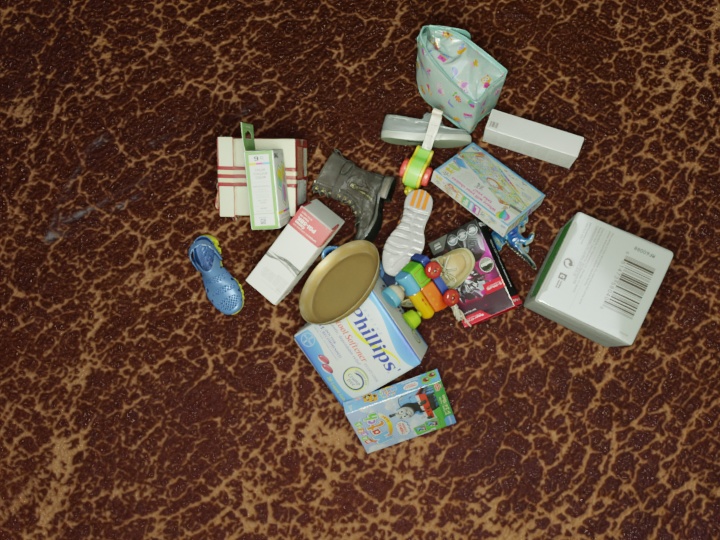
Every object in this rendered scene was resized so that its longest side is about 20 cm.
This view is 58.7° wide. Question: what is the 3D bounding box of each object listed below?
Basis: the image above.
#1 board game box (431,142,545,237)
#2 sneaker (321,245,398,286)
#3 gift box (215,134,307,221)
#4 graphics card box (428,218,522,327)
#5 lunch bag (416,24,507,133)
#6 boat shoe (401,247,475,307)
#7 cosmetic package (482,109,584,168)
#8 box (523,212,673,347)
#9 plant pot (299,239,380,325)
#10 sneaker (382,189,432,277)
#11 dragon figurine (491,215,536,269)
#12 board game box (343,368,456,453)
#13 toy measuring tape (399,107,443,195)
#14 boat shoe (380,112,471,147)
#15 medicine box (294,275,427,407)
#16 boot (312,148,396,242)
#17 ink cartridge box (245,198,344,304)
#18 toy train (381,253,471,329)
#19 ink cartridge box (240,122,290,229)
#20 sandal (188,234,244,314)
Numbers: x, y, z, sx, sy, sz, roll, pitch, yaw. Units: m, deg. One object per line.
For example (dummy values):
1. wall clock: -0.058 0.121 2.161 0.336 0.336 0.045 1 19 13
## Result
1. board game box: 0.268 -0.174 1.351 0.134 0.034 0.200 -37 67 -28
2. sneaker: 0.000 0.000 1.356 0.200 0.082 0.074 19 82 27
3. gift box: -0.215 -0.197 1.384 0.186 0.200 0.185 2 96 3
4. graphics card box: 0.239 0.006 1.344 0.125 0.051 0.200 -28 78 33
5. lunch bag: 0.199 -0.415 1.368 0.122 0.170 0.200 -44 78 -7
6. boat shoe: 0.148 0.021 1.334 0.200 0.063 0.073 -37 74 26
7. cosmetic package: 0.368 -0.283 1.377 0.200 0.083 0.051 20 82 8
8. box: 0.465 0.023 1.280 0.200 0.171 0.199 26 86 10
9. plant pot: -0.037 0.027 1.263 0.200 0.200 0.027 -48 123 -1
10. sneaker: 0.101 -0.064 1.358 0.077 0.112 0.200 23 72 6
11. dragon figurine: 0.306 -0.071 1.345 0.099 0.059 0.200 -4 58 -3
12. board game box: 0.082 0.290 1.305 0.200 0.151 0.037 -20 41 4
13. toy measuring tape: 0.129 -0.242 1.362 0.073 0.074 0.200 24 124 9
14. boat shoe: 0.145 -0.314 1.410 0.200 0.070 0.072 6 87 10
15. medicine box: 0.003 0.144 1.305 0.200 0.103 0.182 -34 93 20
16. boot: -0.029 -0.155 1.419 0.174 0.069 0.200 21 81 14
17. ink cartridge box: -0.134 -0.042 1.338 0.083 0.147 0.200 39 104 -1
18. toy train: 0.134 0.075 1.263 0.116 0.085 0.200 -40 112 -12
19. ink cartridge box: -0.181 -0.184 1.234 0.059 0.104 0.201 -4 100 5
20. sandal: -0.325 0.008 1.412 0.079 0.087 0.200 -31 82 0
